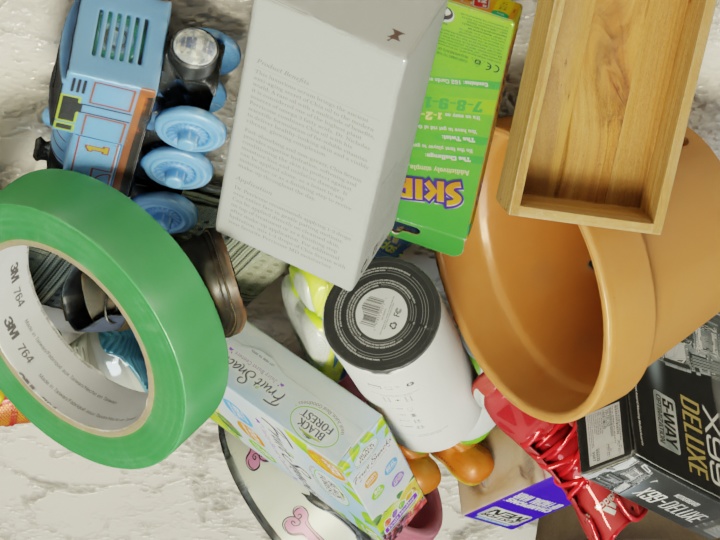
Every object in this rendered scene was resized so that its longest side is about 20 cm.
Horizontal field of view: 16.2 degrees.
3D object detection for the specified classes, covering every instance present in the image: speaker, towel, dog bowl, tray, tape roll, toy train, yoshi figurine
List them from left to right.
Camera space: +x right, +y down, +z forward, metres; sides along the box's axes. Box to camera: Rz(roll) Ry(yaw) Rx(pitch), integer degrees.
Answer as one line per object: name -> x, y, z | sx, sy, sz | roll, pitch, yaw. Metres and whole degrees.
tape roll -> -0.177, 0.032, 1.636 | 0.200, 0.048, 0.201 | 25, 136, 26
toy train -> -0.144, -0.096, 1.608 | 0.113, 0.087, 0.200 | 13, 150, -8
towel -> -0.151, -0.016, 1.801 | 0.191, 0.035, 0.200 | 17, 147, -24
dog bowl -> -0.016, 0.155, 1.945 | 0.074, 0.201, 0.200 | -40, 136, 19
speaker -> 0.032, 0.061, 1.722 | 0.081, 0.082, 0.200 | -7, 160, 9
yoshi figurine -> 0.102, 0.089, 1.873 | 0.111, 0.113, 0.201 | 22, 124, -9
tray -> 0.149, -0.127, 1.495 | 0.098, 0.037, 0.201 | 7, 109, -15

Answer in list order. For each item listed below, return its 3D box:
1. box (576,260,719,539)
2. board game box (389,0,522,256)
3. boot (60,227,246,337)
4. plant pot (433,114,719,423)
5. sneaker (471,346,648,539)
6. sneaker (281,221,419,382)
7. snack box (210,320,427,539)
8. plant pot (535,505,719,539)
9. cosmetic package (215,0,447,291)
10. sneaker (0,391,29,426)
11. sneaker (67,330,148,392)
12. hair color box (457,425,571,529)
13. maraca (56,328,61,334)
box -> 0.211, 0.073, 1.793 | 0.050, 0.201, 0.157 | -25, 143, 34
board game box -> 0.038, -0.098, 1.589 | 0.095, 0.030, 0.201 | 19, 132, 8
boot -> -0.136, 0.019, 1.667 | 0.096, 0.075, 0.200 | -15, -179, -14
plant pot -> 0.156, -0.018, 1.655 | 0.139, 0.201, 0.200 | -20, 158, -27
sneaker -> 0.154, 0.125, 1.777 | 0.078, 0.116, 0.200 | -37, 152, 13
sneaker -> 0.000, 0.000, 1.740 | 0.104, 0.076, 0.201 | -20, 144, -10
snack box -> -0.054, 0.100, 1.798 | 0.199, 0.053, 0.142 | 33, 166, 29
plant pot -> 0.216, 0.218, 2.068 | 0.199, 0.176, 0.201 | -2, 150, -1
cosmetic package -> -0.020, -0.094, 1.550 | 0.101, 0.071, 0.201 | 24, 137, 10
sneaker -> -0.281, 0.079, 1.864 | 0.077, 0.074, 0.200 | -2, 177, -25
sneaker -> -0.188, 0.078, 1.838 | 0.080, 0.077, 0.200 | -8, 164, -6
hair color box -> 0.161, 0.113, 1.947 | 0.065, 0.110, 0.199 | 18, 145, -41
maraca -> -0.293, 0.014, 1.758 | 0.137, 0.108, 0.200 | 18, 173, 40
